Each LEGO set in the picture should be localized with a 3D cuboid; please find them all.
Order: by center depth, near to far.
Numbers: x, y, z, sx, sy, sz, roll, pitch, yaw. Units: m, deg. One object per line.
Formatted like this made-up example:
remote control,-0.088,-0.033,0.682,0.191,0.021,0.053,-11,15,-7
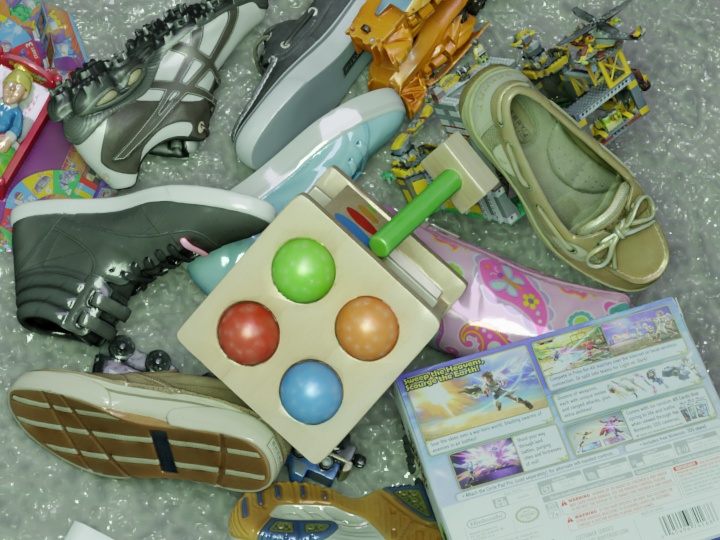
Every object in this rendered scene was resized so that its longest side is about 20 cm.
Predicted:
LEGO set,0.101,-0.127,1.711,0.199,0.154,0.116,-33,114,-14

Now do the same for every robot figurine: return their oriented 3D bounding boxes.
robot figurine,0.072,-0.212,1.761,0.058,0.145,0.200,35,76,23

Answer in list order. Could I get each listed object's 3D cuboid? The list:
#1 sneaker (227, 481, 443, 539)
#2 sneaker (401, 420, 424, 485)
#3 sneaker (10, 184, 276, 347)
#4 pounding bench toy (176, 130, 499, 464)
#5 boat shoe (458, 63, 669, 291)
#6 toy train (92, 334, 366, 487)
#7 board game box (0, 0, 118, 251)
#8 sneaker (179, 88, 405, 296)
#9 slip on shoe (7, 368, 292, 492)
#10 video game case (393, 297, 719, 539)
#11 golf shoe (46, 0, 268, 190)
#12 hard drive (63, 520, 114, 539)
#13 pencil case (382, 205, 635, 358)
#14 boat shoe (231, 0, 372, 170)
sneaker,0.011,0.193,1.611,0.198,0.089,0.076,7,35,2
sneaker,0.100,0.151,1.661,0.079,0.078,0.201,-28,77,-40
sneaker,-0.148,0.001,1.636,0.198,0.071,0.100,-5,70,22
pounding bench toy,0.000,0.000,1.572,0.124,0.156,0.200,41,103,0
boat shoe,0.145,-0.056,1.632,0.073,0.063,0.201,-43,114,-6
toy train,-0.091,0.100,1.660,0.199,0.034,0.046,23,69,2
board game box,-0.257,-0.113,1.717,0.157,0.039,0.201,-16,71,-15
sneaker,-0.035,-0.044,1.711,0.200,0.074,0.082,-39,80,-8
slip on shoe,-0.137,0.095,1.620,0.198,0.076,0.061,7,41,22
video game case,0.141,0.124,1.570,0.198,0.046,0.182,-15,55,-5
golf shoe,-0.132,-0.131,1.738,0.200,0.078,0.095,-37,108,-31
hard drive,-0.175,0.279,1.577,0.131,0.027,0.201,27,67,2
pencil case,0.093,0.025,1.692,0.199,0.088,0.088,22,66,0
boat shoe,-0.041,-0.158,1.760,0.066,0.070,0.200,29,68,20
